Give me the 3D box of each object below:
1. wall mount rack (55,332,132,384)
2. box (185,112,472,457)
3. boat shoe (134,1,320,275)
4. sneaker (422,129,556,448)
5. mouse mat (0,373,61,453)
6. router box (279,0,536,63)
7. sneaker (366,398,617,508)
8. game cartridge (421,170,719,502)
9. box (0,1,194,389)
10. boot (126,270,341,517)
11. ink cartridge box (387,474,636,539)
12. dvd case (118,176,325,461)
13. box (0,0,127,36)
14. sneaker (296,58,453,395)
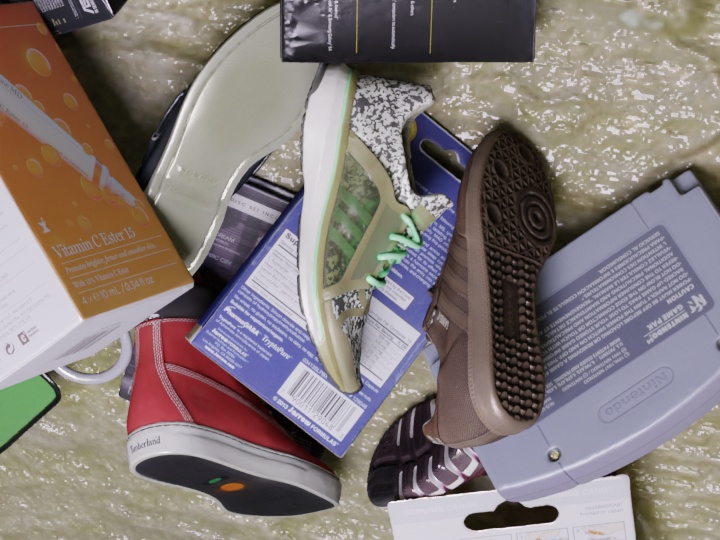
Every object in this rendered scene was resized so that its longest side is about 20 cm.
[{"bbox_3d":[-0.237,-0.006,1.279,0.174,0.075,0.200,-29,109,23],"label":"wall mount rack"},{"bbox_3d":[0.000,0.000,1.202,0.121,0.032,0.200,38,87,-10],"label":"box"},{"bbox_3d":[-0.089,-0.084,1.194,0.074,0.066,0.200,23,102,-24],"label":"boat shoe"},{"bbox_3d":[0.065,0.009,1.147,0.070,0.200,0.075,30,142,-34],"label":"sneaker"},{"bbox_3d":[-0.306,0.049,1.327,0.200,0.008,0.161,39,144,-11],"label":"mouse mat"},{"bbox_3d":[0.028,-0.215,1.084,0.149,0.051,0.200,0,121,-1],"label":"router box"},{"bbox_3d":[0.101,0.124,1.268,0.115,0.076,0.200,31,137,-26],"label":"sneaker"},{"bbox_3d":[0.147,0.045,1.152,0.200,0.133,0.042,-34,152,9],"label":"game cartridge"},{"bbox_3d":[-0.207,-0.044,1.125,0.097,0.124,0.200,-33,85,27],"label":"box"},{"bbox_3d":[-0.080,0.079,1.269,0.072,0.145,0.200,-19,151,26],"label":"boot"},{"bbox_3d":[0.109,0.211,1.305,0.162,0.050,0.200,-7,121,7],"label":"ink cartridge box"},{"bbox_3d":[-0.069,0.034,1.288,0.148,0.016,0.200,22,123,2],"label":"dvd case"},{"bbox_3d":[-0.249,-0.227,1.166,0.160,0.044,0.200,-14,115,21],"label":"box"},{"bbox_3d":[0.010,-0.025,1.139,0.088,0.077,0.201,1,95,6],"label":"sneaker"}]
